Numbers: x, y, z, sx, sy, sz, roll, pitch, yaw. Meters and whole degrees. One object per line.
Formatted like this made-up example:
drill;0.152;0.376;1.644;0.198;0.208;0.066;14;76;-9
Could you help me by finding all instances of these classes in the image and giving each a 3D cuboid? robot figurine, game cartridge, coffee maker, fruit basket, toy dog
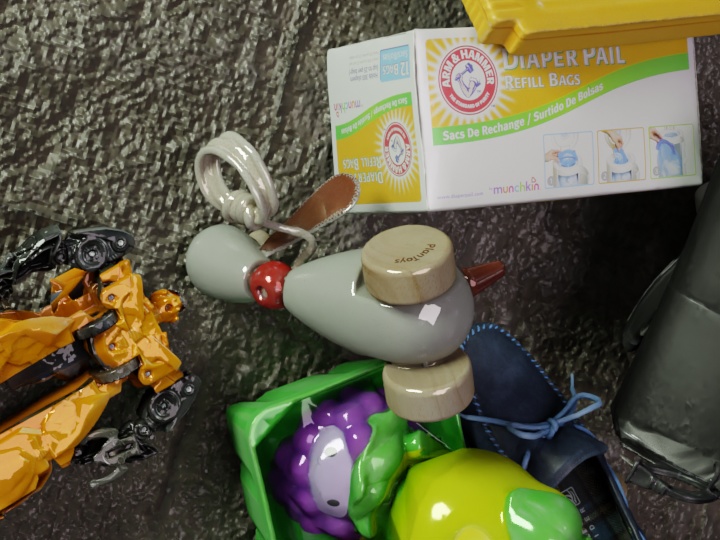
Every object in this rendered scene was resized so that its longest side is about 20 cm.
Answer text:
robot figurine;-0.186;0.061;0.935;0.199;0.058;0.146;-30;111;-21
game cartridge;0.116;-0.221;1.009;0.175;0.032;0.201;-10;64;-27
coffee maker;0.241;0.026;1.003;0.134;0.192;0.201;21;105;1
fruit basket;0.026;0.154;0.985;0.154;0.215;0.218;-19;106;-25
toy dog;0.000;0.000;0.952;0.096;0.200;0.133;-30;146;-39

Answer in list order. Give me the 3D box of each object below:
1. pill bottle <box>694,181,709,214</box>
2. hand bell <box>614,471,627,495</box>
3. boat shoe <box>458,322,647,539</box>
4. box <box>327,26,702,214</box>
pill bottle;0.285;0.037;1.158;0.114;0.114;0.202;-20;107;-25
hand bell;0.067;0.093;1.077;0.104;0.104;0.200;-44;104;-16
boat shoe;0.124;0.113;1.019;0.084;0.069;0.201;-37;88;-21
box;0.093;-0.092;1.029;0.198;0.112;0.102;-6;94;-27
